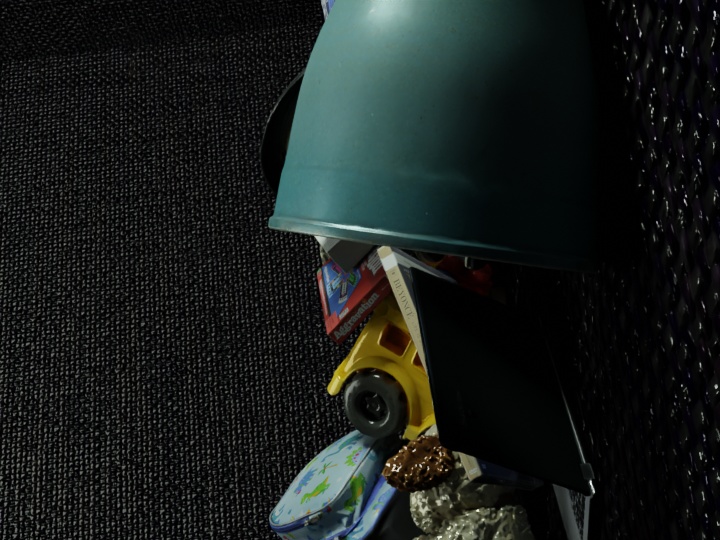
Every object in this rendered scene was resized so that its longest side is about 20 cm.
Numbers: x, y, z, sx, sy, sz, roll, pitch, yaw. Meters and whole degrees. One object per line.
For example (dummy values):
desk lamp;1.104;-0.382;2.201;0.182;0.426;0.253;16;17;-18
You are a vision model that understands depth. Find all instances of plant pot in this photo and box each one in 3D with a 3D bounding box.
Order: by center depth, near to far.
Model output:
plant pot;0.054;-0.106;0.636;0.200;0.197;0.191;-100;17;-88

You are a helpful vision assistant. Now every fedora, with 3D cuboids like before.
fedora;0.003;-0.111;0.992;0.092;0.199;0.202;55;165;30

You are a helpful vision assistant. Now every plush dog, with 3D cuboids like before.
plush dog;0.093;0.210;0.907;0.199;0.158;0.175;15;-119;-66

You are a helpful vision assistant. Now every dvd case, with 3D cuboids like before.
dvd case;0.085;0.082;0.884;0.148;0.016;0.202;26;-142;-59

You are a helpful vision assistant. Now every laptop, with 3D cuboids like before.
laptop;0.110;0.126;0.845;0.189;0.114;0.202;-96;-1;-50

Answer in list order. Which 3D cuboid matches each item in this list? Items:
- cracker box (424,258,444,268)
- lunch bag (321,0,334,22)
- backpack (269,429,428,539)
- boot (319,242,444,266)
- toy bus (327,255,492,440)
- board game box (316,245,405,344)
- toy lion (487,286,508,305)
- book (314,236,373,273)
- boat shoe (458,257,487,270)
cracker box;0.098;-0.061;1.330;0.135;0.057;0.203;80;-167;-57
lunch bag;0.028;-0.228;1.137;0.200;0.081;0.163;-2;-102;-75
backpack;-0.005;0.261;1.107;0.147;0.200;0.183;47;-140;-5
boot;0.033;-0.094;1.245;0.073;0.152;0.206;42;-133;-45
toy bus;0.094;0.087;1.053;0.135;0.199;0.194;-29;-32;-59
board game box;0.000;0.000;1.094;0.019;0.103;0.200;42;-172;-15
toy lion;0.122;-0.038;1.167;0.193;0.067;0.203;-83;-12;-59
book;-0.002;-0.085;1.155;0.048;0.133;0.200;47;-178;-23
boat shoe;0.115;-0.070;0.938;0.060;0.075;0.201;44;157;14
